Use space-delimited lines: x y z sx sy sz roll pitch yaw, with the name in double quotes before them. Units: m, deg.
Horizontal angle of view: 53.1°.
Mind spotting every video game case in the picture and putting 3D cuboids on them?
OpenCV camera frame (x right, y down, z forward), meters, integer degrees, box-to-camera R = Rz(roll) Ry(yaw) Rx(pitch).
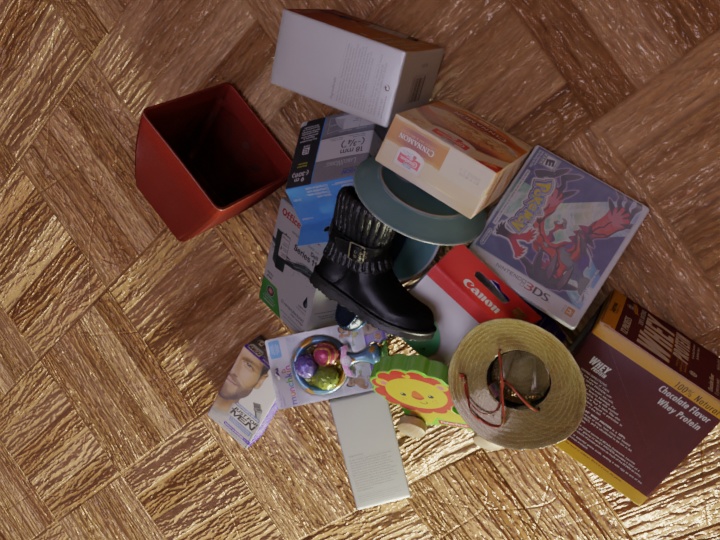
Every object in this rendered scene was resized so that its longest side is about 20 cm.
"video game case" 0.271 -0.049 1.008 0.182 0.023 0.201 33 84 14

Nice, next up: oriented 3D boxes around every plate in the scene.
"plate" 0.087 -0.111 1.004 0.199 0.200 0.026 34 132 13
"plate" 0.056 -0.085 1.138 0.199 0.025 0.202 7 100 42

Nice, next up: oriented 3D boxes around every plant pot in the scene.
"plant pot" -0.265 -0.166 1.222 0.200 0.200 0.176 52 135 2

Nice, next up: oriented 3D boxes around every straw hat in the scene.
"straw hat" 0.224 0.143 0.995 0.200 0.085 0.203 12 113 31

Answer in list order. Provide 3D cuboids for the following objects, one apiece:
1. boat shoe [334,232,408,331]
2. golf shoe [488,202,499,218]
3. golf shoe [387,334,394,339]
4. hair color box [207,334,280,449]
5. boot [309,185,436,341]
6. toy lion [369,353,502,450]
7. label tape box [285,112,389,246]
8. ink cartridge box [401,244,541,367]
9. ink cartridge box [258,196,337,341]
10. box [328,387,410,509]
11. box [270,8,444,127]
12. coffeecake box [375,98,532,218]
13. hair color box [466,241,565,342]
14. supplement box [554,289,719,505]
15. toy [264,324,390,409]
"boat shoe" 0.000 0.000 1.115 0.084 0.068 0.201 32 108 38
"golf shoe" 0.260 -0.022 1.047 0.200 0.092 0.073 46 123 8
"golf shoe" 0.080 0.075 1.195 0.199 0.078 0.095 24 135 20
"hair color box" -0.208 0.237 1.397 0.109 0.065 0.201 37 119 12
"boot" 0.036 -0.009 1.007 0.210 0.079 0.159 29 112 10
"toy lion" 0.118 0.191 1.093 0.198 0.069 0.192 6 144 20
"label tape box" -0.035 -0.146 1.102 0.143 0.201 0.063 -7 148 29
"ink cartridge box" 0.141 0.071 1.052 0.161 0.050 0.200 42 142 0
"ink cartridge box" -0.084 -0.008 1.207 0.146 0.083 0.201 39 124 38
"box" 0.013 0.284 1.245 0.097 0.124 0.202 -13 102 -1
"box" -0.004 -0.300 1.051 0.199 0.152 0.107 25 118 17
"coffeecake box" 0.135 -0.162 0.998 0.153 0.200 0.073 33 119 13
"hair color box" 0.203 0.058 1.095 0.200 0.065 0.109 51 137 -2
"supplement box" 0.380 0.177 1.028 0.197 0.133 0.201 35 120 13
"toy" -0.048 0.149 1.154 0.198 0.047 0.116 -12 88 0
